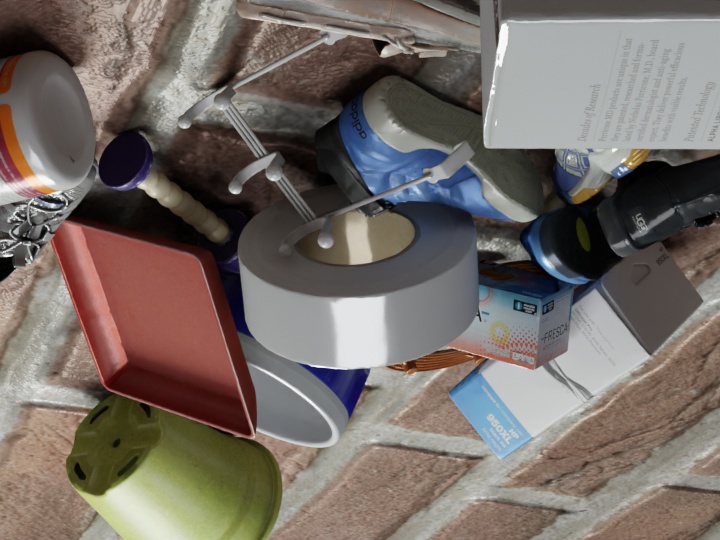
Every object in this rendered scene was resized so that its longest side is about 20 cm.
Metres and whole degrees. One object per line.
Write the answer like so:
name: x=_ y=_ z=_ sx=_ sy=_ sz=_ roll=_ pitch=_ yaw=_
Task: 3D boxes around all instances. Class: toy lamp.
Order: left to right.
toy lamp: x=-0.148 y=-0.051 z=1.608 sx=0.058 sy=0.058 sz=0.200 roll=-15 pitch=149 yaw=27

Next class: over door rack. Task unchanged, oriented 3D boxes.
over door rack: x=-0.036 y=-0.099 z=1.429 sx=0.200 sy=0.067 sz=0.148 roll=-25 pitch=109 yaw=40

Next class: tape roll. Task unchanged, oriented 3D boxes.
tape roll: x=0.000 y=0.000 z=1.551 sx=0.202 sy=0.203 sz=0.071 roll=-3 pitch=119 yaw=4

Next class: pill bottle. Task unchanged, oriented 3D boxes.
pill bottle: x=-0.317 y=-0.099 z=1.449 sx=0.199 sy=0.110 sz=0.110 roll=-11 pitch=152 yaw=20

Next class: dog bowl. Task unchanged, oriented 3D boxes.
dog bowl: x=-0.093 y=0.085 z=1.771 sx=0.200 sy=0.079 sz=0.200 roll=24 pitch=159 yaw=10

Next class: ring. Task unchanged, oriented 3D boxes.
ring: x=0.109 y=0.050 z=1.786 sx=0.200 sy=0.019 sz=0.201 roll=-18 pitch=154 yaw=-9

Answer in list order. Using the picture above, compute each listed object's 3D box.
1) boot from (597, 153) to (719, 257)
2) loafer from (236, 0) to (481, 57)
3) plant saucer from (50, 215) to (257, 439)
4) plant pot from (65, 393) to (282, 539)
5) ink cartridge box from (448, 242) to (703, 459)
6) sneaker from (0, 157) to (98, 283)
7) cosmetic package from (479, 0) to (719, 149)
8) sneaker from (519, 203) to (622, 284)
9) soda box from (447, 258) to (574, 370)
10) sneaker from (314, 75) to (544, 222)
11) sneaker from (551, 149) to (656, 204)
boot: x=0.300 y=-0.082 z=1.464 sx=0.200 sy=0.066 sz=0.165 roll=-26 pitch=-171 yaw=26
loafer: x=0.007 y=-0.183 z=1.316 sx=0.199 sy=0.072 sz=0.063 roll=17 pitch=106 yaw=-20
plant saucer: x=-0.179 y=0.041 z=1.661 sx=0.200 sy=0.037 sz=0.200 roll=15 pitch=132 yaw=38
plant pot: x=-0.219 y=0.230 z=2.048 sx=0.200 sy=0.201 sz=0.184 roll=-17 pitch=138 yaw=30
ink cartridge box: x=0.199 y=0.070 z=1.710 sx=0.200 sy=0.084 sz=0.145 roll=-40 pitch=177 yaw=36
sneaker: x=-0.280 y=-0.042 z=1.592 sx=0.075 sy=0.082 sz=0.200 roll=13 pitch=150 yaw=-26
cosmetic package: x=0.181 y=-0.188 z=1.219 sx=0.199 sy=0.165 sz=0.165 roll=0 pitch=154 yaw=0
sneaker: x=0.167 y=-0.019 z=1.591 sx=0.078 sy=0.066 sz=0.200 roll=-14 pitch=-179 yaw=21
soda box: x=0.085 y=0.026 z=1.642 sx=0.200 sy=0.069 sz=0.064 roll=15 pitch=-158 yaw=30
sneaker: x=0.051 y=-0.081 z=1.526 sx=0.200 sy=0.077 sz=0.111 roll=25 pitch=140 yaw=-36
sneaker: x=0.186 y=-0.115 z=1.488 sx=0.088 sy=0.075 sz=0.200 roll=48 pitch=164 yaw=1
